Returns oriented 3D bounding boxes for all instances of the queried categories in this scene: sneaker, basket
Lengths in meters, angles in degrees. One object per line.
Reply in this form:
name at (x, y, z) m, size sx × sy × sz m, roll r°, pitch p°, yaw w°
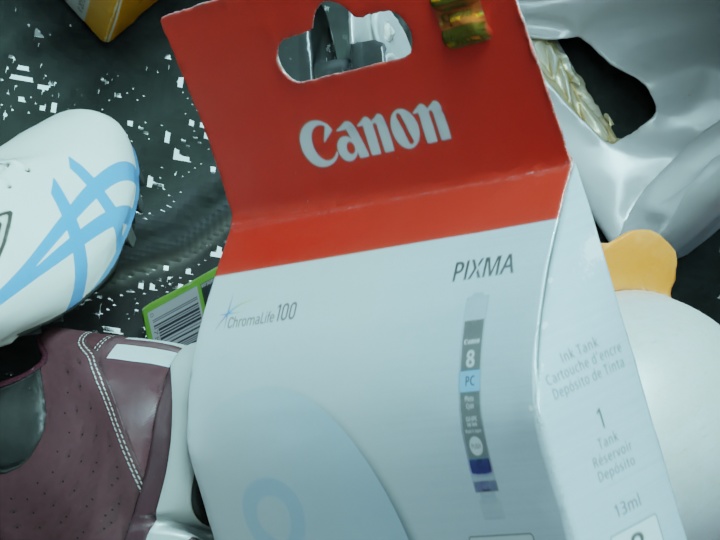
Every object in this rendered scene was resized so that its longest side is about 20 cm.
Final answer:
sneaker at (-0.135, -0.004, 0.945) m, size 0.200 × 0.072 × 0.073 m, roll -49°, pitch 126°, yaw -46°
sneaker at (-0.096, 0.112, 0.958) m, size 0.115 × 0.076 × 0.200 m, roll 13°, pitch 89°, yaw 27°
basket at (0.138, -0.108, 1.001) m, size 0.123 × 0.200 × 0.136 m, roll -27°, pitch 80°, yaw -24°

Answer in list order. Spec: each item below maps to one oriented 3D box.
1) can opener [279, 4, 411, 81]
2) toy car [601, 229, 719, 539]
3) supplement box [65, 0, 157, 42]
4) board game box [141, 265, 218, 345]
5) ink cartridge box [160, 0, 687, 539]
can opener at (0.000, 0.000, 1.021) m, size 0.066 × 0.053 × 0.200 m, roll -12°, pitch 70°, yaw 21°
toy car at (0.105, 0.065, 0.905) m, size 0.177 × 0.184 × 0.200 m, roll -32°, pitch 110°, yaw -18°
supplement box at (-0.105, -0.199, 1.044) m, size 0.126 × 0.074 × 0.200 m, roll -39°, pitch 83°, yaw -19°
board game box at (-0.014, 0.091, 0.959) m, size 0.030 × 0.095 × 0.200 m, roll 4°, pitch 67°, yaw -43°
ink cartridge box at (0.003, 0.015, 0.843) m, size 0.047 × 0.160 × 0.200 m, roll -23°, pitch 99°, yaw -38°
